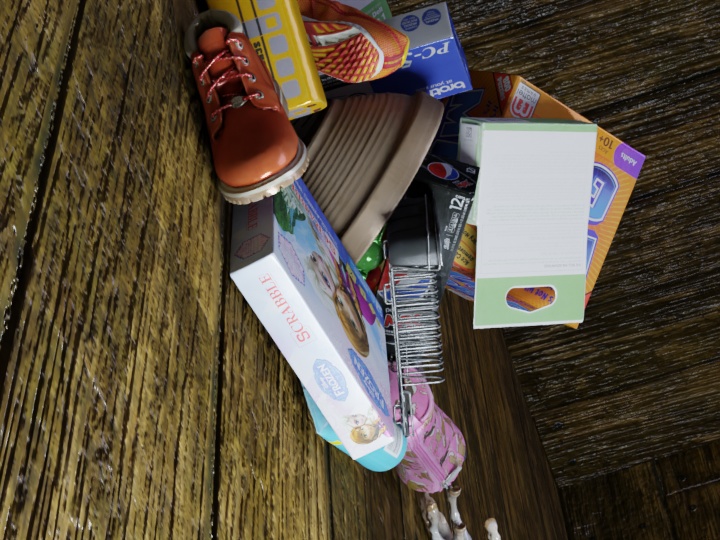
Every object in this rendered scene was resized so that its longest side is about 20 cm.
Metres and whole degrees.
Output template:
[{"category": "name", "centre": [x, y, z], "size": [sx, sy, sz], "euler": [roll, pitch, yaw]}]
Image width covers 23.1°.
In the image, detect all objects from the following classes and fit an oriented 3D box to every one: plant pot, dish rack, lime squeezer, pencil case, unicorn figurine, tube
[{"category": "plant pot", "centre": [-0.013, -0.092, 1.621], "size": [0.092, 0.201, 0.201], "euler": [31, 17, -9]}, {"category": "dish rack", "centre": [0.049, 0.043, 1.571], "size": [0.154, 0.054, 0.201], "euler": [-86, 172, -72]}, {"category": "lime squeezer", "centre": [0.000, 0.000, 1.665], "size": [0.071, 0.037, 0.201], "euler": [71, 38, -83]}, {"category": "pencil case", "centre": [0.051, 0.158, 1.752], "size": [0.200, 0.086, 0.083], "euler": [58, 50, -63]}, {"category": "unicorn figurine", "centre": [0.115, 0.318, 1.862], "size": [0.200, 0.073, 0.138], "euler": [-104, -175, -68]}, {"category": "tube", "centre": [-0.012, 0.127, 1.507], "size": [0.078, 0.050, 0.200], "euler": [67, 10, 25]}]

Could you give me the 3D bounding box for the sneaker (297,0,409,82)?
[{"category": "sneaker", "centre": [-0.046, -0.221, 1.603], "size": [0.077, 0.199, 0.073], "euler": [-19, 134, -54]}]

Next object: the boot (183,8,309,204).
[{"category": "boot", "centre": [-0.097, -0.129, 1.365], "size": [0.200, 0.075, 0.108], "euler": [-111, 176, -57]}]

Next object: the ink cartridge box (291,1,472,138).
[{"category": "ink cartridge box", "centre": [-0.002, -0.185, 1.661], "size": [0.094, 0.199, 0.044], "euler": [61, 16, -60]}]

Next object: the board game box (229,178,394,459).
[{"category": "board game box", "centre": [-0.039, 0.019, 1.433], "size": [0.201, 0.041, 0.200], "euler": [58, 14, -28]}]

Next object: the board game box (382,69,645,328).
[{"category": "board game box", "centre": [0.138, -0.081, 1.865], "size": [0.199, 0.201, 0.199], "euler": [26, -7, -34]}]

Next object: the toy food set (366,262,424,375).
[{"category": "toy food set", "centre": [0.030, 0.060, 1.930], "size": [0.200, 0.048, 0.199], "euler": [47, 27, -74]}]

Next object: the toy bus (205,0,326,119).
[{"category": "toy bus", "centre": [-0.096, -0.229, 1.538], "size": [0.065, 0.078, 0.201], "euler": [2, 71, -82]}]

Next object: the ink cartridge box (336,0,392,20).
[{"category": "ink cartridge box", "centre": [-0.062, -0.320, 1.755], "size": [0.146, 0.084, 0.201], "euler": [32, -29, 48]}]

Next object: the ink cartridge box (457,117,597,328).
[{"category": "ink cartridge box", "centre": [0.161, -0.049, 1.736], "size": [0.048, 0.145, 0.202], "euler": [17, -74, 56]}]

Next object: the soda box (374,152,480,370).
[{"category": "soda box", "centre": [0.056, -0.008, 1.687], "size": [0.071, 0.063, 0.201], "euler": [-73, 179, -62]}]
